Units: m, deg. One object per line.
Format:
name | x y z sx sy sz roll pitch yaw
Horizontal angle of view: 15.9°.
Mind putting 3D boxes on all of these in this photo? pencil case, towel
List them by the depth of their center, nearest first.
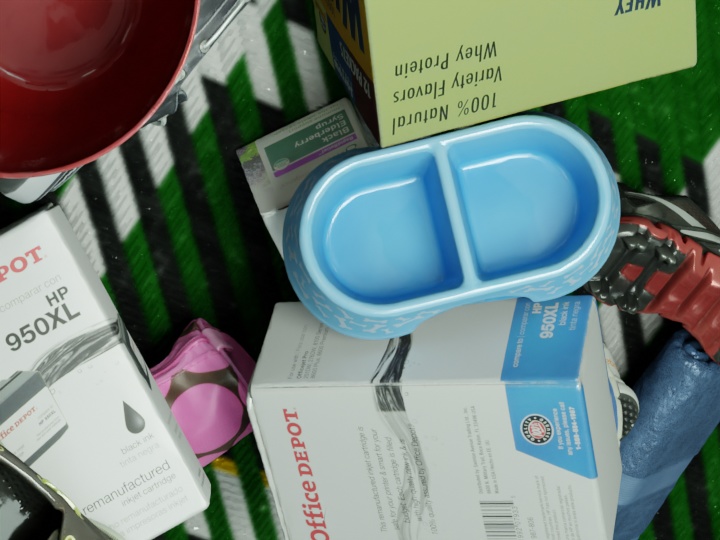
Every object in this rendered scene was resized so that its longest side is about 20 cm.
pencil case | -0.154 0.104 1.615 0.199 0.091 0.094 -31 130 -1
towel | 0.191 0.121 1.754 0.111 0.048 0.201 -14 140 -57

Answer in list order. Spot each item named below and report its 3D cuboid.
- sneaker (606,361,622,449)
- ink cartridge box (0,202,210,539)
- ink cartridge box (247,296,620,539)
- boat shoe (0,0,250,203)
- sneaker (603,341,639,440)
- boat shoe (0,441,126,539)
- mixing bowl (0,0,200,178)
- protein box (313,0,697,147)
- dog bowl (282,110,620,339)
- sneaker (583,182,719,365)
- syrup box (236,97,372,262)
sneaker | 0.099 0.050 1.617 0.078 0.089 0.201 -20 91 33
ink cartridge box | -0.197 0.081 1.526 0.144 0.084 0.201 -29 95 -1
ink cartridge box | 0.047 0.096 1.540 0.198 0.085 0.145 -1 129 14
boat shoe | -0.131 -0.112 1.491 0.068 0.072 0.200 33 100 -33
sneaker | 0.105 0.112 1.734 0.073 0.080 0.200 22 129 -40
boat shoe | -0.187 0.156 1.459 0.201 0.061 0.072 43 90 -6
mixing bowl | -0.178 -0.151 1.394 0.198 0.108 0.202 0 93 4
protein box | 0.073 -0.209 1.456 0.197 0.135 0.201 -15 126 -10
dog bowl | 0.053 -0.029 1.470 0.198 0.050 0.112 -13 85 -3
sneaker | 0.222 0.004 1.673 0.199 0.098 0.071 27 120 -22
syrup box | 0.000 0.000 1.603 0.078 0.082 0.201 -25 127 1
